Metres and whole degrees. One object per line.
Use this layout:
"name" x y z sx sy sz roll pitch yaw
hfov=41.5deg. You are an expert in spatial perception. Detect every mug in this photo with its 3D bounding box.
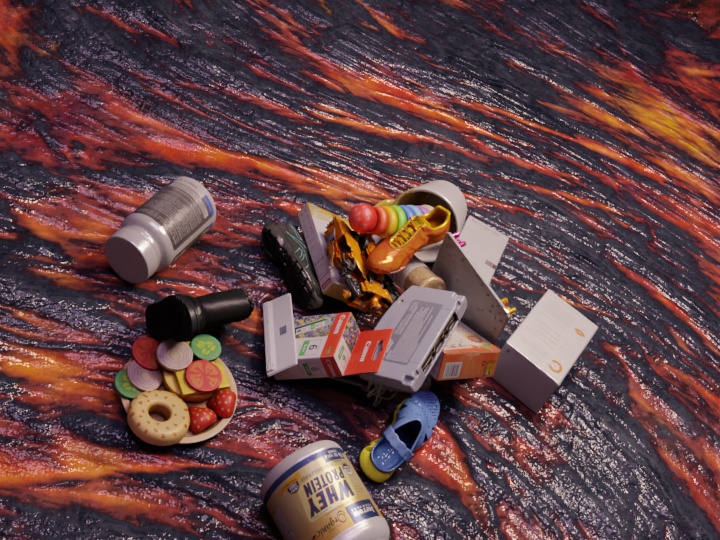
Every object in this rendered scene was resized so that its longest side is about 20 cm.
"mug" 0.135 -0.125 1.935 0.185 0.151 0.153 37 29 6

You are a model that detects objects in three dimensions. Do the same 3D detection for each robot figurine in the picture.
"robot figurine" 0.000 0.000 1.720 0.144 0.058 0.202 24 36 -38

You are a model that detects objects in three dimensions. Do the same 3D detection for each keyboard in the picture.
"keyboard" -0.140 0.107 1.637 0.055 0.011 0.201 -18 35 4

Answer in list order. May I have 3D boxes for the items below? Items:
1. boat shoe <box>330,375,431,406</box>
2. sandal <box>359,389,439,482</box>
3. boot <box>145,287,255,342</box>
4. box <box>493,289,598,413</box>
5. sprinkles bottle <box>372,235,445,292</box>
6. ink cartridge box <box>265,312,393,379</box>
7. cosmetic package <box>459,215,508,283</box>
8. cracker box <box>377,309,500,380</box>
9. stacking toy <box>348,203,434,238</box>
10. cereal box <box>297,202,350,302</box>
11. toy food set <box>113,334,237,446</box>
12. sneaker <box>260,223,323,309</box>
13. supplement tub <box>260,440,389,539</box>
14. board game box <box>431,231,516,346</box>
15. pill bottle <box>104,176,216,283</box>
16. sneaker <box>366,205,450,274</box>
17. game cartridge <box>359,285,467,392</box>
"boat shoe" 0.024 0.190 1.646 0.198 0.075 0.087 20 44 -5
"sandal" 0.082 0.269 1.586 0.079 0.087 0.200 44 46 -1
"boot" -0.249 0.068 1.558 0.160 0.197 0.075 -8 91 -33
"box" 0.348 0.151 1.814 0.124 0.098 0.200 38 45 12
"sprinkles bottle" 0.085 -0.003 1.808 0.067 0.070 0.200 -7 31 -29
"ink cartridge box" -0.052 0.125 1.608 0.196 0.051 0.110 -7 37 26
"cosmetic package" 0.222 -0.012 1.924 0.100 0.075 0.201 28 45 2
"cracker box" 0.136 0.125 1.700 0.132 0.059 0.199 1 22 -34
"stacking toy" 0.059 -0.088 1.775 0.197 0.086 0.086 4 45 -43
"cereal box" -0.037 -0.025 1.803 0.143 0.039 0.202 22 37 -43
"toy food set" -0.293 0.187 1.523 0.196 0.049 0.200 -8 54 -30
"sneaker" -0.111 -0.016 1.774 0.078 0.076 0.202 -12 56 -35
"supplement tub" -0.045 0.371 1.400 0.142 0.146 0.201 -16 57 -35
"board game box" 0.197 0.061 1.751 0.025 0.202 0.201 -20 59 -25
"pill bottle" -0.353 -0.071 1.683 0.113 0.115 0.200 33 44 8
"sneaker" 0.083 -0.059 1.710 0.072 0.078 0.199 34 51 29
"game cartridge" 0.083 0.113 1.614 0.131 0.041 0.201 11 53 36
